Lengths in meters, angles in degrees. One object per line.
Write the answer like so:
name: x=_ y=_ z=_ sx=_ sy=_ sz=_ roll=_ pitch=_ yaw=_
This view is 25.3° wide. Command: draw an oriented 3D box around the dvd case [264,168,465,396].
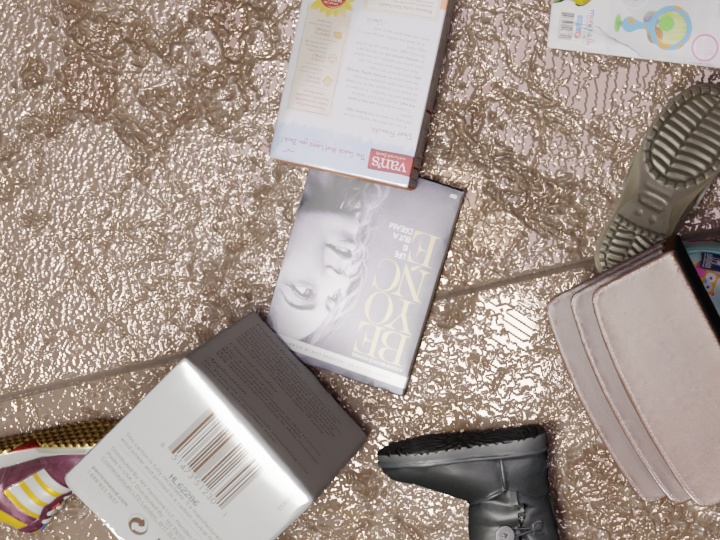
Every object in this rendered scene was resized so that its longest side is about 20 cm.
dvd case: x=0.000 y=0.000 z=1.501 sx=0.147 sy=0.016 sz=0.202 roll=18 pitch=99 yaw=8

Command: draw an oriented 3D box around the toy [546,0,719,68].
toy: x=0.270 y=-0.243 z=1.412 sx=0.197 sy=0.047 sz=0.117 roll=9 pitch=100 yaw=13

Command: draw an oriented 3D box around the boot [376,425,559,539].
boot: x=0.106 y=0.254 z=1.485 sx=0.163 sy=0.066 sz=0.203 roll=-6 pitch=98 yaw=13

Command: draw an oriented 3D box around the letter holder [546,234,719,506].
letter holder: x=0.246 y=0.096 z=1.341 sx=0.141 sy=0.101 sz=0.202 roll=-27 pitch=92 yaw=15

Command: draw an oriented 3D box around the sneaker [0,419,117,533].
sneaker: x=-0.298 y=0.204 z=1.554 sx=0.197 sy=0.075 sz=0.091 roll=-9 pitch=102 yaw=18

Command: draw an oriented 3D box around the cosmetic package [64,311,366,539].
cosmetic package: x=-0.123 y=0.167 z=1.439 sx=0.168 sy=0.200 sz=0.166 roll=47 pitch=107 yaw=3

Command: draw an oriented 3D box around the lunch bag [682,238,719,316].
lunch bag: x=0.329 y=0.075 z=1.414 sx=0.158 sy=0.077 sz=0.203 roll=14 pitch=98 yaw=9

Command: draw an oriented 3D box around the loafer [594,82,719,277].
loafer: x=0.266 y=-0.075 z=1.419 sx=0.075 sy=0.068 sz=0.201 roll=33 pitch=87 yaw=4

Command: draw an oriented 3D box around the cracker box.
cracker box: x=0.005 y=-0.185 z=1.455 sx=0.132 sy=0.058 sz=0.203 roll=13 pitch=92 yaw=9
